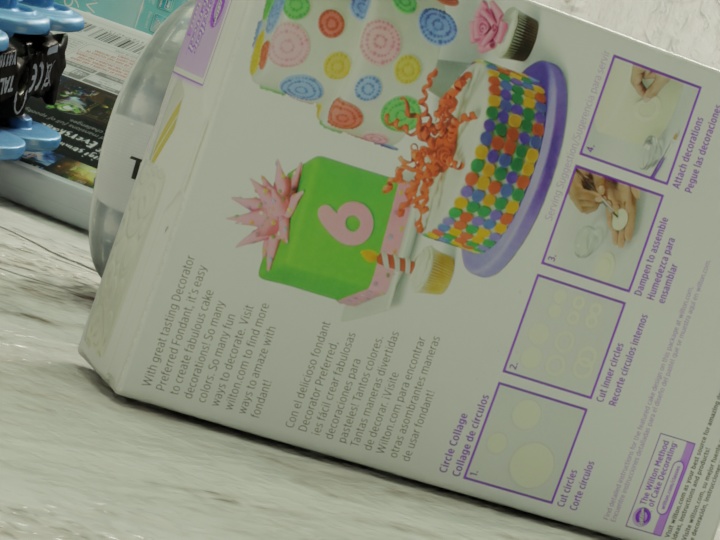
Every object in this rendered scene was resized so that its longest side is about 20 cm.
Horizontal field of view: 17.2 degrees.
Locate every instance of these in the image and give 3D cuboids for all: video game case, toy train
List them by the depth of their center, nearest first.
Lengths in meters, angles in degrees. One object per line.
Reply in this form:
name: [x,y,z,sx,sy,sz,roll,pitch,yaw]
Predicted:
toy train: [-0.199,-0.094,1.066,0.114,0.087,0.200,16,13,8]
video game case: [-0.123,-0.073,1.199,0.200,0.023,0.182,21,30,23]

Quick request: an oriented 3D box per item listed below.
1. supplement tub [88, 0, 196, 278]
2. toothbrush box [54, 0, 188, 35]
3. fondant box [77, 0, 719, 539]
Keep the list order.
supplement tub: [0.010,-0.018,0.888,0.200,0.123,0.123,20,4,13]
toothbrush box: [-0.158,-0.125,1.374,0.200,0.147,0.085,17,4,-41]
fondant box: [0.034,-0.009,0.718,0.200,0.145,0.058,18,5,-22]
